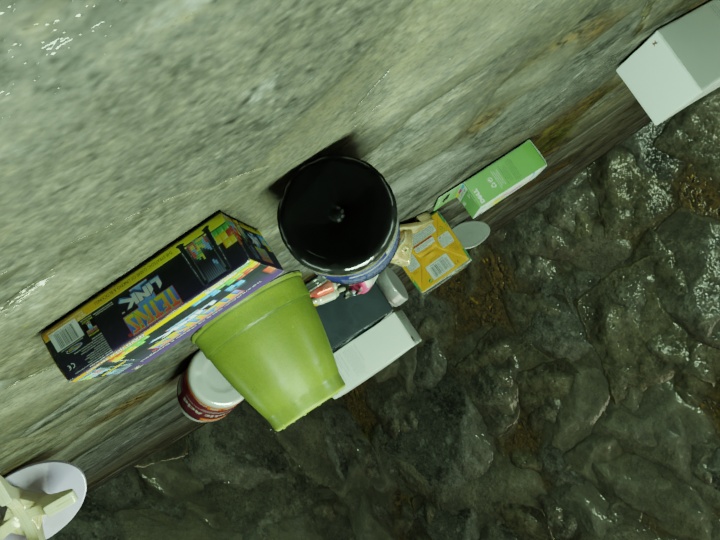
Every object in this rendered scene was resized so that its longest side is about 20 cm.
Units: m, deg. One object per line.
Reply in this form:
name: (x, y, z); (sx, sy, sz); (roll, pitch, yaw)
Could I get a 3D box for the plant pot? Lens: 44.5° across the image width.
plant pot: (-0.125, 0.135, 1.364); (0.200, 0.193, 0.200); (-34, 174, -4)

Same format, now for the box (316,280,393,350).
box: (-0.065, 0.100, 1.767); (0.200, 0.124, 0.197); (-32, 172, -18)

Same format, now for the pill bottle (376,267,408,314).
pill bottle: (0.002, 0.082, 1.980); (0.200, 0.120, 0.120); (-35, 174, 15)

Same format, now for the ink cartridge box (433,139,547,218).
ink cartridge box: (0.236, -0.152, 1.613); (0.200, 0.059, 0.104); (-33, 174, -5)

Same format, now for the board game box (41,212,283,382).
board game box: (-0.183, 0.029, 0.856); (0.200, 0.057, 0.165); (-34, 173, 4)

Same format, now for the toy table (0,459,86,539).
toy table: (-0.548, 0.398, 1.439); (0.200, 0.184, 0.117); (-41, -167, -11)

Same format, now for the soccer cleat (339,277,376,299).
soccer cleat: (0.000, 0.000, 1.596); (0.086, 0.070, 0.200); (-39, -179, -11)

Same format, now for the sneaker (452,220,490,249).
sneaker: (0.243, -0.070, 2.316); (0.200, 0.071, 0.099); (-27, 175, -8)

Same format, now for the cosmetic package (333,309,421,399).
cosmetic package: (0.017, 0.166, 1.756); (0.200, 0.081, 0.113); (-36, 174, 7)

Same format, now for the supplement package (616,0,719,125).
supplement package: (0.534, -0.340, 1.401); (0.200, 0.117, 0.117); (-30, 174, -25)

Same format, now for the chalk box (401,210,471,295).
chalk box: (0.142, -0.031, 1.802); (0.125, 0.124, 0.200); (-34, 175, 2)

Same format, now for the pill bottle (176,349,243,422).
pill bottle: (-0.267, 0.208, 1.577); (0.114, 0.114, 0.200); (-30, 173, -27)

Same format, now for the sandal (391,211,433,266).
sandal: (0.076, -0.043, 1.593); (0.212, 0.070, 0.078); (-27, 172, -45)

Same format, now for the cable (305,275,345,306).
cable: (-0.114, 0.063, 1.526); (0.200, 0.050, 0.097); (-32, 171, -18)

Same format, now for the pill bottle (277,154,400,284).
pill bottle: (-0.016, -0.043, 0.889); (0.112, 0.112, 0.200); (-33, 174, 0)
